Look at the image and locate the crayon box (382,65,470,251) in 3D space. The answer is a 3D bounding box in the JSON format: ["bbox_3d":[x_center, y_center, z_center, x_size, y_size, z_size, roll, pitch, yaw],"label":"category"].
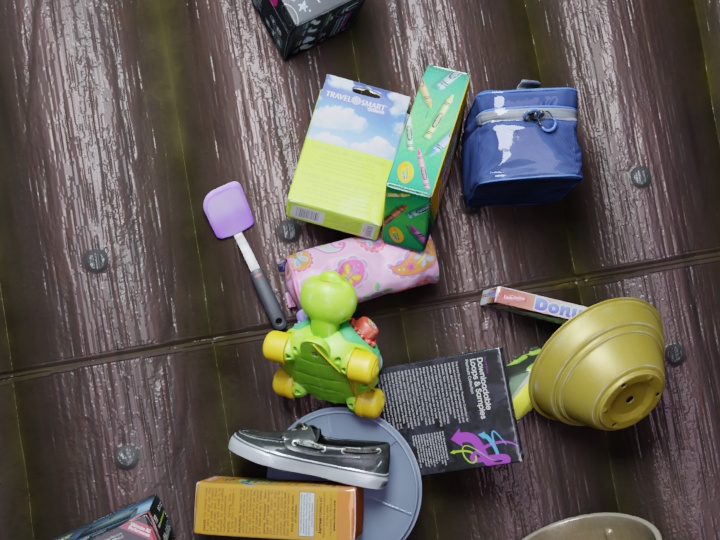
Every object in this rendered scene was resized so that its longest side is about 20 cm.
[{"bbox_3d":[0.082,-0.141,1.180,0.058,0.119,0.200,15,60,8],"label":"crayon box"}]

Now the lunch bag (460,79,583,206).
[{"bbox_3d":[0.200,-0.163,1.196,0.135,0.200,0.133,-3,83,-3],"label":"lunch bag"}]

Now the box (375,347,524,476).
[{"bbox_3d":[0.095,0.183,1.194,0.199,0.036,0.144,-11,86,17],"label":"box"}]

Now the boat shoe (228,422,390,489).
[{"bbox_3d":[-0.060,0.216,1.152,0.199,0.069,0.057,12,90,5],"label":"boat shoe"}]

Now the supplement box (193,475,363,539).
[{"bbox_3d":[-0.099,0.289,1.152,0.199,0.067,0.069,-1,84,9],"label":"supplement box"}]

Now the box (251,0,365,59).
[{"bbox_3d":[-0.090,-0.398,1.209,0.115,0.132,0.200,-28,90,-13],"label":"box"}]

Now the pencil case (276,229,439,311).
[{"bbox_3d":[0.000,0.000,1.212,0.199,0.087,0.088,-16,87,-9],"label":"pencil case"}]

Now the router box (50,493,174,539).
[{"bbox_3d":[-0.322,0.337,1.100,0.199,0.150,0.062,-22,88,-10],"label":"router box"}]

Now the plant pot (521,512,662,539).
[{"bbox_3d":[0.297,0.432,1.173,0.200,0.200,0.184,-20,98,-9],"label":"plant pot"}]

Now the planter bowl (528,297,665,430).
[{"bbox_3d":[0.317,0.139,1.188,0.200,0.084,0.201,-13,128,-16],"label":"planter bowl"}]

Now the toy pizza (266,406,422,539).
[{"bbox_3d":[-0.020,0.270,1.191,0.199,0.032,0.201,0,91,12],"label":"toy pizza"}]

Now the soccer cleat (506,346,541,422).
[{"bbox_3d":[0.218,0.156,1.247,0.199,0.065,0.084,-16,110,-12],"label":"soccer cleat"}]

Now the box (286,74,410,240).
[{"bbox_3d":[-0.013,-0.147,1.211,0.122,0.048,0.201,15,62,-2],"label":"box"}]

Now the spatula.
[{"bbox_3d":[-0.143,-0.014,1.222,0.056,0.021,0.201,-24,89,-11],"label":"spatula"}]

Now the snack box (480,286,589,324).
[{"bbox_3d":[0.263,0.055,1.249,0.199,0.072,0.024,13,84,-7],"label":"snack box"}]

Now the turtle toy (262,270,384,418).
[{"bbox_3d":[-0.035,0.088,1.139,0.145,0.200,0.101,12,52,17],"label":"turtle toy"}]
